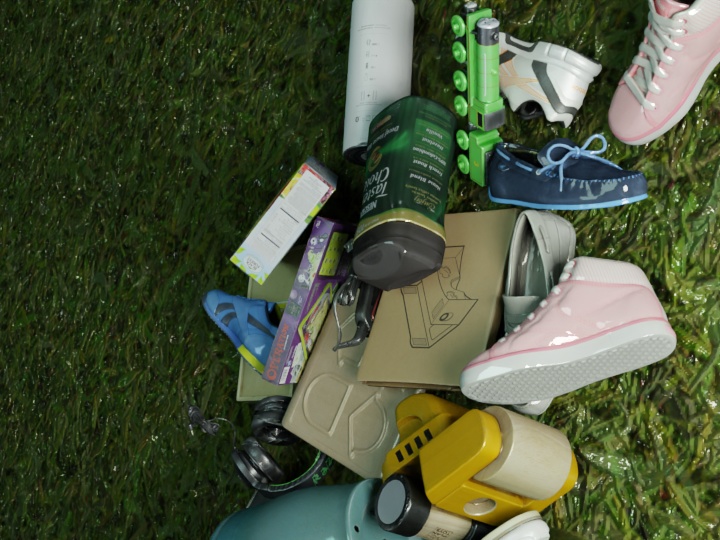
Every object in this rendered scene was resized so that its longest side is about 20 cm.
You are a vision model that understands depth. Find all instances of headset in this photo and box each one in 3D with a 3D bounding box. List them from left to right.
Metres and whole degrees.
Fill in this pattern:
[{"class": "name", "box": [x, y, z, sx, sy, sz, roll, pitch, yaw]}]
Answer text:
[{"class": "headset", "box": [-0.122, 0.204, 1.321, 0.199, 0.094, 0.124, 6, 57, 37]}]

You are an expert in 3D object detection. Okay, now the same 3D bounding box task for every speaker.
[{"class": "speaker", "box": [0.023, -0.233, 1.317, 0.081, 0.081, 0.202, -13, 70, 48]}]

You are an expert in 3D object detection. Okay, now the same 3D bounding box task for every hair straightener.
[{"class": "hair straightener", "box": [0.000, 0.000, 1.222, 0.041, 0.077, 0.201, -12, 46, 48]}]

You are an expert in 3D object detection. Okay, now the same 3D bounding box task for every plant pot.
[{"class": "plant pot", "box": [-0.031, 0.312, 1.136, 0.187, 0.199, 0.202, -34, 54, 31]}]

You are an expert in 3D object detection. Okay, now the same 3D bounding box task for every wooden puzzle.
[{"class": "wooden puzzle", "box": [0.009, 0.127, 1.233, 0.199, 0.046, 0.187, 23, 88, 49]}]

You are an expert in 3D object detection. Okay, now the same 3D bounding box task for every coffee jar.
[{"class": "coffee jar", "box": [0.048, -0.082, 1.178, 0.104, 0.085, 0.202, -29, 46, 50]}]

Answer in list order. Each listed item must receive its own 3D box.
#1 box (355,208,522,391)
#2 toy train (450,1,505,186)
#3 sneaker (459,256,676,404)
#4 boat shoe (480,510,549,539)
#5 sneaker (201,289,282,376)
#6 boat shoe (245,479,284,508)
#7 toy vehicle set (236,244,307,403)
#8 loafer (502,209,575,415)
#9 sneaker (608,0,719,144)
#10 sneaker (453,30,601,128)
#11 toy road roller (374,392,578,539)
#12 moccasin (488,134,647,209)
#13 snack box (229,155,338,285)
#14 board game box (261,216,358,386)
[{"class": "box", "box": [0.086, 0.030, 1.155, 0.162, 0.021, 0.202, -3, 61, 43]}, {"class": "toy train", "box": [0.126, -0.180, 1.135, 0.056, 0.041, 0.202, 42, 147, 47]}, {"class": "sneaker", "box": [0.183, 0.053, 1.006, 0.198, 0.075, 0.105, -18, 56, 13]}, {"class": "boat shoe", "box": [0.123, 0.313, 1.041, 0.201, 0.074, 0.069, -56, 51, 29]}, {"class": "sneaker", "box": [-0.139, 0.065, 1.400, 0.079, 0.066, 0.200, -50, 39, -1]}, {"class": "boat shoe", "box": [-0.142, 0.354, 1.338, 0.074, 0.073, 0.202, 18, 92, 51]}, {"class": "toy vehicle set", "box": [-0.108, 0.072, 1.422, 0.124, 0.026, 0.202, -8, 73, 49]}, {"class": "loafer", "box": [0.166, 0.040, 1.067, 0.070, 0.069, 0.202, -6, 74, 49]}, {"class": "sneaker", "box": [0.275, -0.206, 0.975, 0.200, 0.104, 0.076, -50, 47, 31]}, {"class": "sneaker", "box": [0.161, -0.208, 1.149, 0.200, 0.073, 0.081, 31, 105, 50]}, {"class": "toy road roller", "box": [0.103, 0.177, 1.067, 0.200, 0.122, 0.147, -42, 38, 35]}, {"class": "moccasin", "box": [0.192, -0.097, 1.064, 0.199, 0.080, 0.069, 8, 105, 50]}, {"class": "snack box", "box": [-0.089, -0.066, 1.317, 0.143, 0.053, 0.200, -51, 5, 7]}, {"class": "board game box", "box": [-0.050, 0.037, 1.295, 0.032, 0.120, 0.202, 22, 96, 26]}]
